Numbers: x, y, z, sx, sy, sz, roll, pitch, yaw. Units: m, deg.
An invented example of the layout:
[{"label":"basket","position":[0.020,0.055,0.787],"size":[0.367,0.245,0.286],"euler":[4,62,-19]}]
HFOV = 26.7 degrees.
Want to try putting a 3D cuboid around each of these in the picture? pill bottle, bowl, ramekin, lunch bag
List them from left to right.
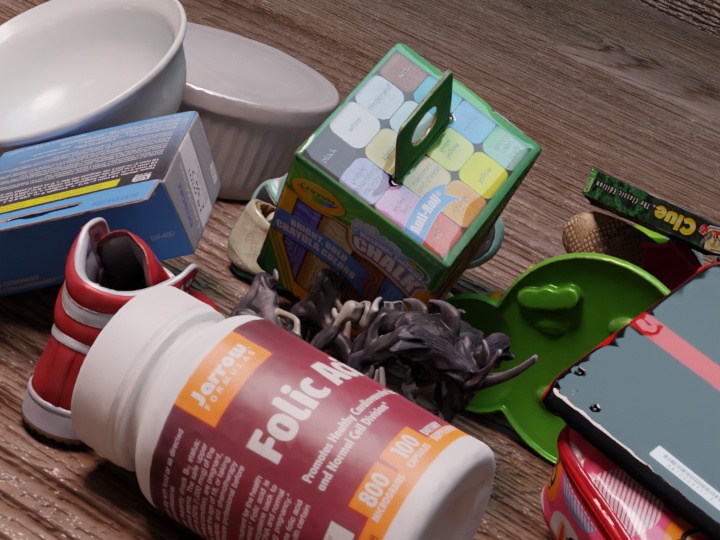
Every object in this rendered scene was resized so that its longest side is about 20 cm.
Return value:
[{"label":"bowl","position":[-0.211,-0.123,1.144],"size":[0.200,0.091,0.201],"euler":[-13,37,10]},{"label":"ramekin","position":[-0.126,-0.135,1.294],"size":[0.202,0.095,0.202],"euler":[17,21,-7]},{"label":"pill bottle","position":[-0.042,0.093,0.778],"size":[0.200,0.115,0.114],"euler":[28,22,20]},{"label":"lunch bag","position":[0.219,0.146,0.862],"size":[0.199,0.082,0.176],"euler":[-12,46,-21]}]

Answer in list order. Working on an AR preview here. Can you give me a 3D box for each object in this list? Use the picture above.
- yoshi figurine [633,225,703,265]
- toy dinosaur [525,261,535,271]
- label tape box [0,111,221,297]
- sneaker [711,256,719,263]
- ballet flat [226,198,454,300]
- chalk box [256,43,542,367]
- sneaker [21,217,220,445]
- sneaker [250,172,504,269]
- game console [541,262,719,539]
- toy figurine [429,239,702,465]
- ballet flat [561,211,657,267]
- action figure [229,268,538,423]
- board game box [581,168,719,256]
[{"label":"yoshi figurine","position":[0.283,0.014,1.252],"size":[0.199,0.112,0.113],"euler":[26,60,-7]},{"label":"toy dinosaur","position":[0.162,0.045,1.150],"size":[0.106,0.061,0.200],"euler":[28,23,17]},{"label":"label tape box","position":[-0.176,-0.034,0.962],"size":[0.144,0.064,0.200],"euler":[-12,20,7]},{"label":"sneaker","position":[0.301,0.022,1.098],"size":[0.091,0.066,0.200],"euler":[62,8,4]},{"label":"ballet flat","position":[0.000,0.000,1.115],"size":[0.199,0.063,0.067],"euler":[18,18,-5]},{"label":"chalk box","position":[0.028,-0.052,1.004],"size":[0.124,0.200,0.125],"euler":[38,61,5]},{"label":"sneaker","position":[-0.122,0.018,0.894],"size":[0.071,0.113,0.200],"euler":[24,21,11]},{"label":"sneaker","position":[0.018,-0.032,1.217],"size":[0.199,0.078,0.140],"euler":[10,0,9]},{"label":"game console","position":[0.228,0.086,0.851],"size":[0.177,0.031,0.200],"euler":[-33,56,-29]},{"label":"toy figurine","position":[0.170,0.040,1.055],"size":[0.199,0.151,0.184],"euler":[3,15,30]},{"label":"ballet flat","position":[0.231,0.035,1.162],"size":[0.200,0.071,0.065],"euler":[38,40,-7]},{"label":"action figure","position":[0.014,0.060,0.934],"size":[0.119,0.103,0.200],"euler":[0,13,-46]},{"label":"board game box","position":[0.215,-0.040,1.107],"size":[0.104,0.024,0.200],"euler":[23,5,10]}]
